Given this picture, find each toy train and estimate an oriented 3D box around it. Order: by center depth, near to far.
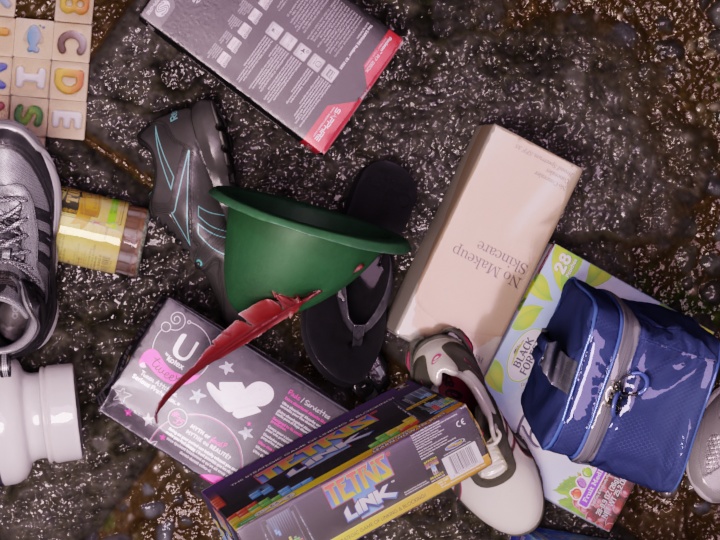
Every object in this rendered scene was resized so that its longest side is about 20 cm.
[{"bbox_3d":[-0.031,0.022,1.658,0.046,0.034,0.201,-31,97,-8],"label":"toy train"}]

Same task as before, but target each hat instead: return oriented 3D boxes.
[{"bbox_3d":[-0.074,0.035,1.552,0.199,0.166,0.177,13,98,-23],"label":"hat"}]

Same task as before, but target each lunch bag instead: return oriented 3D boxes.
[{"bbox_3d":[0.201,0.090,1.540,0.131,0.200,0.137,18,96,-4],"label":"lunch bag"}]

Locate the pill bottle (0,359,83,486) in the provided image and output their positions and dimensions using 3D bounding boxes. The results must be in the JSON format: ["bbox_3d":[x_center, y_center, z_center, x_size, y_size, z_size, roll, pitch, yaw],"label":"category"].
[{"bbox_3d":[-0.336,0.130,1.588,0.198,0.111,0.112,-6,94,-6],"label":"pill bottle"}]

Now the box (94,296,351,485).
[{"bbox_3d":[-0.112,0.118,1.605,0.199,0.132,0.115,34,85,-8],"label":"box"}]

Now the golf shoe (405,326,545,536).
[{"bbox_3d":[0.095,0.147,1.588,0.077,0.088,0.201,-28,105,5],"label":"golf shoe"}]

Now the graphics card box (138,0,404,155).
[{"bbox_3d":[-0.078,-0.208,1.632,0.199,0.051,0.126,36,89,-9],"label":"graphics card box"}]

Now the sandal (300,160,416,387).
[{"bbox_3d":[0.000,-0.001,1.633,0.076,0.043,0.202,17,79,-19],"label":"sandal"}]

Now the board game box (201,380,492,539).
[{"bbox_3d":[-0.015,0.161,1.471,0.199,0.165,0.057,-28,100,-12],"label":"board game box"}]

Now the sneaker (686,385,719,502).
[{"bbox_3d":[0.361,0.120,1.687,0.074,0.082,0.201,34,89,-8],"label":"sneaker"}]

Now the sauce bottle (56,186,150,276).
[{"bbox_3d":[-0.280,-0.045,1.608,0.198,0.065,0.065,13,92,-9],"label":"sauce bottle"}]

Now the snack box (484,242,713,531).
[{"bbox_3d":[0.189,0.101,1.673,0.168,0.068,0.201,29,88,-7],"label":"snack box"}]

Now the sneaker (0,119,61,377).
[{"bbox_3d":[-0.283,-0.015,1.526,0.075,0.114,0.202,-1,108,-1],"label":"sneaker"}]

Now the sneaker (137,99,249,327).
[{"bbox_3d":[-0.136,-0.043,1.631,0.079,0.075,0.202,-14,86,4],"label":"sneaker"}]

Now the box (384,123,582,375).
[{"bbox_3d":[0.105,-0.019,1.650,0.094,0.078,0.201,24,90,-8],"label":"box"}]

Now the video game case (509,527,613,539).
[{"bbox_3d":[0.233,0.265,1.620,0.180,0.200,0.046,12,90,-8],"label":"video game case"}]

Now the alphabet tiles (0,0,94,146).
[{"bbox_3d":[-0.316,-0.185,1.626,0.166,0.008,0.202,4,92,-7],"label":"alphabet tiles"}]
